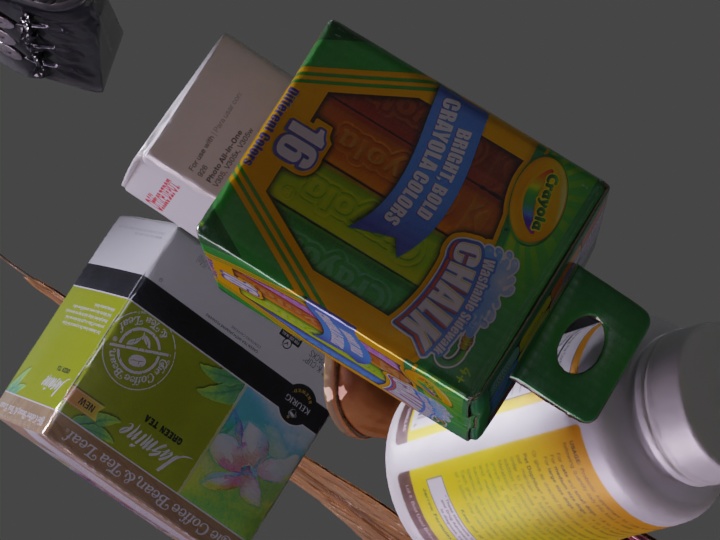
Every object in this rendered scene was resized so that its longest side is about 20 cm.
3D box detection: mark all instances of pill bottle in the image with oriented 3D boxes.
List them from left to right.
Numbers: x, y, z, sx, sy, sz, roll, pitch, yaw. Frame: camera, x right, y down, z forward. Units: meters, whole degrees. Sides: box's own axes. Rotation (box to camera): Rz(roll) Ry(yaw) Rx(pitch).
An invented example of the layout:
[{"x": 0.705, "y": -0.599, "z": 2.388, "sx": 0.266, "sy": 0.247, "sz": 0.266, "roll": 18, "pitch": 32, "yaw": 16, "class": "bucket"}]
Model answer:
[{"x": 0.115, "y": 0.087, "z": 1.383, "sx": 0.109, "sy": 0.110, "sz": 0.199, "roll": 38, "pitch": 142, "yaw": -29, "class": "pill bottle"}]

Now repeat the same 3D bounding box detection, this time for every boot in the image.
[{"x": -0.208, "y": -0.170, "z": 1.452, "sx": 0.164, "sy": 0.066, "sz": 0.200, "roll": 34, "pitch": 175, "yaw": 3, "class": "boot"}, {"x": 0.080, "y": 0.081, "z": 1.597, "sx": 0.154, "sy": 0.077, "sz": 0.200, "roll": 4, "pitch": 160, "yaw": 33, "class": "boot"}]

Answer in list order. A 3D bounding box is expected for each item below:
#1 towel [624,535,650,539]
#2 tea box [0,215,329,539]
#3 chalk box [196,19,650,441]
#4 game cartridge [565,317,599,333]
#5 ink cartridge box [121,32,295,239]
[{"x": 0.253, "y": 0.257, "z": 2.177, "sx": 0.144, "sy": 0.023, "sz": 0.200, "roll": 31, "pitch": 170, "yaw": 15, "class": "towel"}, {"x": -0.146, "y": 0.093, "z": 2.122, "sx": 0.200, "sy": 0.197, "sz": 0.133, "roll": 36, "pitch": 170, "yaw": -24, "class": "tea box"}, {"x": 0.040, "y": -0.004, "z": 1.279, "sx": 0.199, "sy": 0.125, "sz": 0.124, "roll": 30, "pitch": 170, "yaw": 9, "class": "chalk box"}, {"x": 0.188, "y": 0.080, "z": 1.486, "sx": 0.199, "sy": 0.042, "sz": 0.133, "roll": 34, "pitch": 174, "yaw": -7, "class": "game cartridge"}, {"x": -0.022, "y": -0.032, "z": 1.447, "sx": 0.199, "sy": 0.084, "sz": 0.146, "roll": 34, "pitch": 170, "yaw": -5, "class": "ink cartridge box"}]
